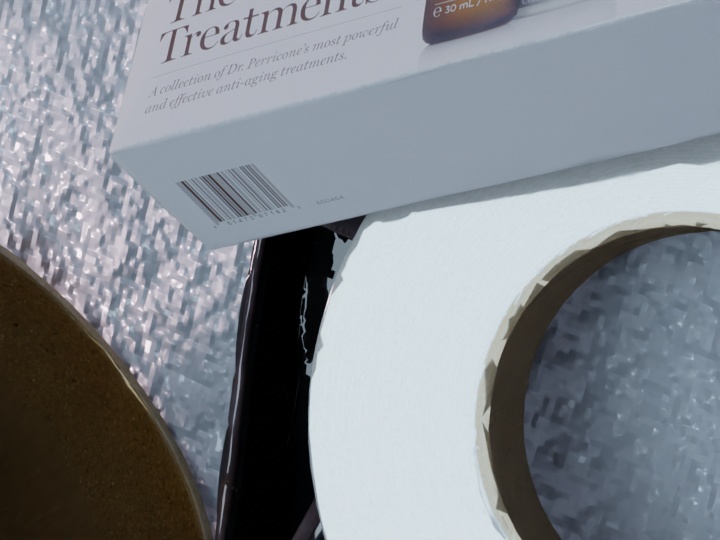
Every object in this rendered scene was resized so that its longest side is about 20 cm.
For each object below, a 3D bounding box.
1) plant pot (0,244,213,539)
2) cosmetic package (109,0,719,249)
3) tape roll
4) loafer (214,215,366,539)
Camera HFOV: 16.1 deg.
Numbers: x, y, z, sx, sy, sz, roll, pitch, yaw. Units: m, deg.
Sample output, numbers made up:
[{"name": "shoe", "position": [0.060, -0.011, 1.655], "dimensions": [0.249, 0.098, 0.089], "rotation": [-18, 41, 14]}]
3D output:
[{"name": "plant pot", "position": [-0.175, 0.104, 0.752], "dimensions": [0.200, 0.186, 0.187], "rotation": [-42, 70, 24]}, {"name": "cosmetic package", "position": [0.041, -0.097, 0.640], "dimensions": [0.199, 0.052, 0.151], "rotation": [-13, 50, 31]}, {"name": "tape roll", "position": [0.086, 0.040, 0.642], "dimensions": [0.202, 0.037, 0.204], "rotation": [-1, 88, 19]}, {"name": "loafer", "position": [0.000, 0.000, 0.710], "dimensions": [0.072, 0.063, 0.201], "rotation": [14, 100, 33]}]
